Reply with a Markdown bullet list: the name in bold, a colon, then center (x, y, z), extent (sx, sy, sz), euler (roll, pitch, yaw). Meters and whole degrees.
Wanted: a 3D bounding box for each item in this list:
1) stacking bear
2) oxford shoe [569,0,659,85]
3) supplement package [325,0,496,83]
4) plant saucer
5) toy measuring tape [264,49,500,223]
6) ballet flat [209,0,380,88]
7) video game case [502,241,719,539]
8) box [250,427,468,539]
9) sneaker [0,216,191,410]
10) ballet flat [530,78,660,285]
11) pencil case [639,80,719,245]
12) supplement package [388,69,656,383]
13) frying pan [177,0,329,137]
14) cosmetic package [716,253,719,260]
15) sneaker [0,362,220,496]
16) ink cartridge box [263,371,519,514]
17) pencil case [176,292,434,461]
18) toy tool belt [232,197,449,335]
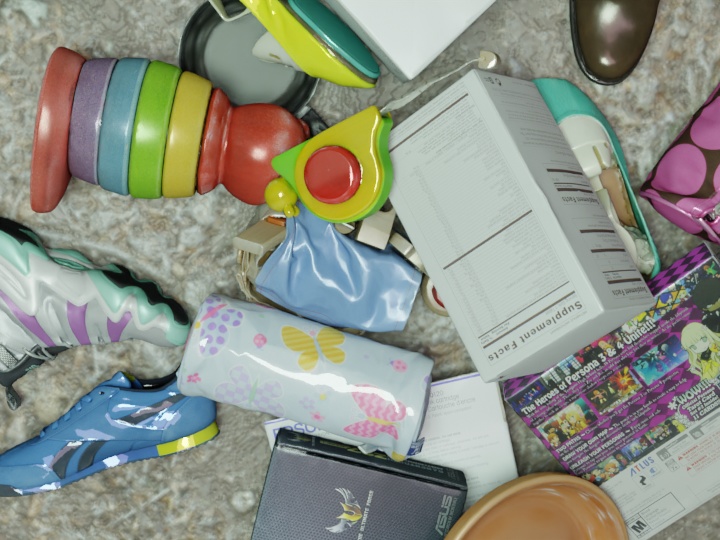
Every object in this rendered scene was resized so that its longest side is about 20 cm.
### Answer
- **stacking bear**: center (-0.140, -0.100, 1.026), extent (0.199, 0.122, 0.114), euler (9, 132, -4)
- **oxford shoe**: center (0.209, -0.243, 1.037), extent (0.072, 0.084, 0.201), euler (10, 99, -3)
- **supplement package**: center (0.024, -0.267, 1.018), extent (0.156, 0.111, 0.200), euler (-43, 95, 4)
- **plant saucer**: center (0.126, 0.251, 1.064), extent (0.199, 0.037, 0.201), euler (-9, 108, -29)
- **toy measuring tape**: center (0.021, -0.084, 0.960), extent (0.199, 0.074, 0.074), euler (-26, 97, 17)
- **ballet flat**: center (-0.070, -0.202, 1.029), extent (0.067, 0.067, 0.200), euler (-41, 94, 23)
- **video game case**: center (0.246, 0.104, 1.071), extent (0.200, 0.036, 0.181), euler (-37, 107, 16)
- **box**: center (-0.014, 0.241, 1.069), extent (0.157, 0.051, 0.201), euler (14, 97, -2)
- **sneaker**: center (-0.244, 0.055, 1.081), extent (0.199, 0.078, 0.140), euler (24, 99, 6)
- **ballet flat**: center (0.189, -0.064, 1.065), extent (0.067, 0.070, 0.201), euler (-25, 96, 2)
- **pencil case**: center (0.310, -0.114, 1.048), extent (0.091, 0.094, 0.200), euler (33, 95, -4)
- **supplement package**: center (0.112, -0.032, 1.003), extent (0.114, 0.109, 0.201), euler (-34, 74, 28)
- **frying pan**: center (-0.054, -0.154, 1.072), extent (0.189, 0.031, 0.115), euler (23, 98, -6)
- **cosmetic package**: center (0.382, -0.035, 1.079), extent (0.200, 0.051, 0.083), euler (-41, 94, 5)
- **sneaker**: center (-0.216, 0.124, 1.087), extent (0.199, 0.066, 0.079), euler (-17, 104, -3)
- **ink cartridge box**: center (0.037, 0.192, 1.110), extent (0.197, 0.043, 0.201), euler (-12, 99, 1)
- **pencil case**: center (-0.041, 0.083, 1.039), extent (0.199, 0.083, 0.091), euler (18, 139, 1)
- **toy tool belt**: center (0.000, 0.000, 1.046), extent (0.199, 0.123, 0.125), euler (17, 97, -3)
